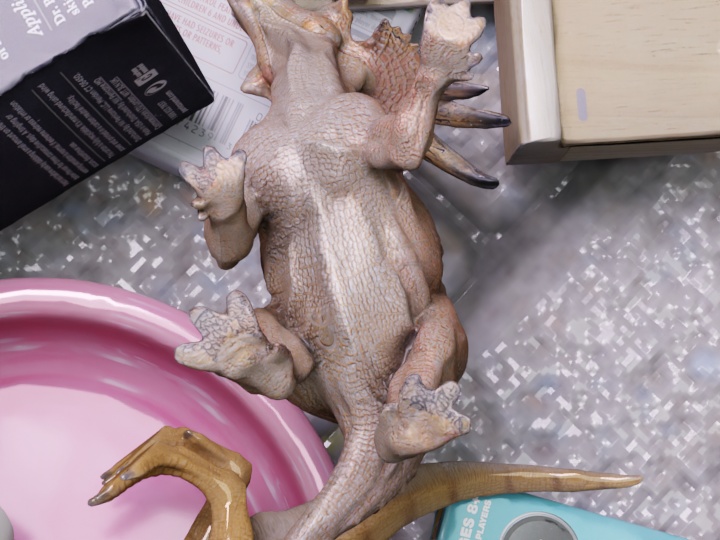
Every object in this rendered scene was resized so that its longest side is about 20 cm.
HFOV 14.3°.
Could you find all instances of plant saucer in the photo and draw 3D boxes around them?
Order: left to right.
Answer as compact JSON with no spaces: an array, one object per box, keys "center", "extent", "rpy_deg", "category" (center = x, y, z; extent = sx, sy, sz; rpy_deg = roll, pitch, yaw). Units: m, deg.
[{"center":[-0.099,0.104,0.886],"extent":[0.200,0.051,0.201],"rpy_deg":[1,81,-4],"category":"plant saucer"}]

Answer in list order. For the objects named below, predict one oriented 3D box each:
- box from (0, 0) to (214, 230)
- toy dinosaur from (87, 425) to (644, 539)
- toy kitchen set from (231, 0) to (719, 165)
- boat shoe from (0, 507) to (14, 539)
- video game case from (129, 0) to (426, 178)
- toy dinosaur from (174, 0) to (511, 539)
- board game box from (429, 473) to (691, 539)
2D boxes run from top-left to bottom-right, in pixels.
[{"center":[-0.175,-0.097,0.860],"extent":[0.182,0.104,0.200],"rpy_deg":[-30,76,1],"category":"box"},{"center":[-0.025,0.088,0.846],"extent":[0.200,0.060,0.106],"rpy_deg":[-41,93,-26],"category":"toy dinosaur"},{"center":[0.041,-0.142,0.843],"extent":[0.163,0.180,0.201],"rpy_deg":[-4,83,-4],"category":"toy kitchen set"},{"center":[-0.194,0.067,0.798],"extent":[0.201,0.072,0.060],"rpy_deg":[22,50,-18],"category":"boat shoe"},{"center":[-0.067,-0.134,0.938],"extent":[0.200,0.022,0.182],"rpy_deg":[25,81,2],"category":"video game case"},{"center":[0.000,0.000,0.826],"extent":[0.086,0.136,0.201],"rpy_deg":[-2,83,6],"category":"toy dinosaur"},{"center":[0.103,0.163,0.890],"extent":[0.200,0.047,0.151],"rpy_deg":[15,81,-1],"category":"board game box"}]
